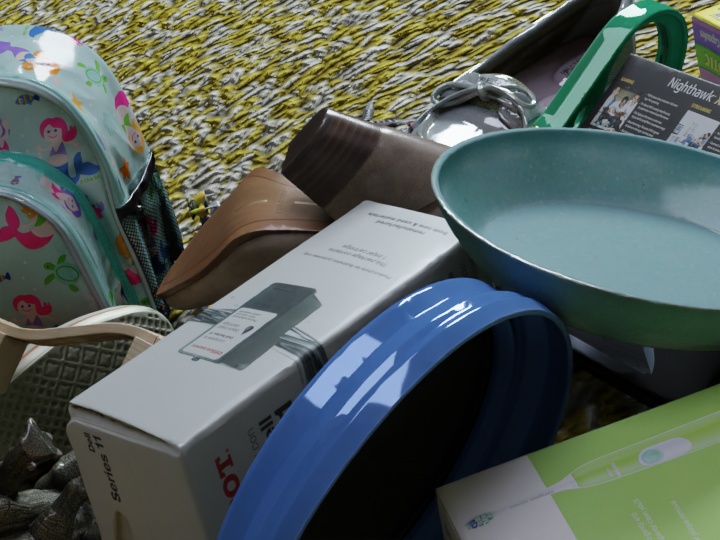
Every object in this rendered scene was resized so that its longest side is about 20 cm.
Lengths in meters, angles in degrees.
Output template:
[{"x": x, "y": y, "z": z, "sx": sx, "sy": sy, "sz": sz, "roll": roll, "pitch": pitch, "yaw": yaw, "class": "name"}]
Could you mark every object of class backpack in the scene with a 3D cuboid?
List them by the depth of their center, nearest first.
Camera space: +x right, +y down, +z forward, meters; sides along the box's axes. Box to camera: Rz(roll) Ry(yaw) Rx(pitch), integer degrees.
[{"x": -0.207, "y": -0.035, "z": 1.289, "sx": 0.176, "sy": 0.201, "sz": 0.151, "roll": -7, "pitch": 27, "yaw": 14, "class": "backpack"}]

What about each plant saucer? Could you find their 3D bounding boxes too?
[{"x": 0.126, "y": -0.011, "z": 0.994, "sx": 0.198, "sy": 0.036, "sz": 0.200, "roll": 8, "pitch": 24, "yaw": -4, "class": "plant saucer"}]

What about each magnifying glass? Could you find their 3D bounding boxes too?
[{"x": 0.112, "y": -0.080, "z": 1.207, "sx": 0.022, "sy": 0.080, "sz": 0.200, "roll": 29, "pitch": 54, "yaw": 31, "class": "magnifying glass"}]

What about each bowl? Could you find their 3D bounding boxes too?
[{"x": 0.012, "y": 0.092, "z": 0.923, "sx": 0.039, "sy": 0.202, "sz": 0.200, "roll": 34, "pitch": 50, "yaw": 26, "class": "bowl"}]

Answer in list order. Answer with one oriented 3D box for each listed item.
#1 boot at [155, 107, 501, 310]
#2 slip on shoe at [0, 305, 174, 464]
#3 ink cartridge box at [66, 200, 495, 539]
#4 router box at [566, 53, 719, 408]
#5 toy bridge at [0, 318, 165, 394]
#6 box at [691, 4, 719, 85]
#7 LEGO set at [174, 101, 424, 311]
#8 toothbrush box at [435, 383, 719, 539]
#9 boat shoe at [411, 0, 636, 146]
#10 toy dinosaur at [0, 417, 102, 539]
[{"x": 0.000, "y": 0.000, "z": 1.146, "sx": 0.200, "sy": 0.146, "sz": 0.071, "roll": -39, "pitch": 24, "yaw": 47, "class": "boot"}, {"x": -0.189, "y": 0.076, "z": 1.212, "sx": 0.199, "sy": 0.074, "sz": 0.061, "roll": -32, "pitch": 27, "yaw": -21, "class": "slip on shoe"}, {"x": -0.022, "y": 0.081, "z": 1.023, "sx": 0.083, "sy": 0.147, "sz": 0.200, "roll": 15, "pitch": 40, "yaw": 44, "class": "ink cartridge box"}, {"x": 0.164, "y": -0.013, "z": 1.126, "sx": 0.158, "sy": 0.052, "sz": 0.200, "roll": -55, "pitch": 35, "yaw": -3, "class": "router box"}, {"x": -0.115, "y": 0.064, "z": 1.123, "sx": 0.199, "sy": 0.068, "sz": 0.027, "roll": 26, "pitch": 0, "yaw": 25, "class": "toy bridge"}, {"x": 0.323, "y": -0.116, "z": 1.279, "sx": 0.199, "sy": 0.097, "sz": 0.176, "roll": -22, "pitch": 27, "yaw": -12, "class": "box"}, {"x": -0.036, "y": -0.029, "z": 1.277, "sx": 0.153, "sy": 0.117, "sz": 0.200, "roll": -11, "pitch": 26, "yaw": 8, "class": "LEGO set"}, {"x": 0.149, "y": 0.126, "z": 0.884, "sx": 0.199, "sy": 0.087, "sz": 0.146, "roll": -19, "pitch": 37, "yaw": -9, "class": "toothbrush box"}, {"x": 0.092, "y": -0.102, "z": 1.251, "sx": 0.074, "sy": 0.065, "sz": 0.202, "roll": 27, "pitch": 41, "yaw": 32, "class": "boat shoe"}, {"x": -0.157, "y": 0.121, "z": 1.023, "sx": 0.102, "sy": 0.077, "sz": 0.200, "roll": -44, "pitch": -15, "yaw": 7, "class": "toy dinosaur"}]
